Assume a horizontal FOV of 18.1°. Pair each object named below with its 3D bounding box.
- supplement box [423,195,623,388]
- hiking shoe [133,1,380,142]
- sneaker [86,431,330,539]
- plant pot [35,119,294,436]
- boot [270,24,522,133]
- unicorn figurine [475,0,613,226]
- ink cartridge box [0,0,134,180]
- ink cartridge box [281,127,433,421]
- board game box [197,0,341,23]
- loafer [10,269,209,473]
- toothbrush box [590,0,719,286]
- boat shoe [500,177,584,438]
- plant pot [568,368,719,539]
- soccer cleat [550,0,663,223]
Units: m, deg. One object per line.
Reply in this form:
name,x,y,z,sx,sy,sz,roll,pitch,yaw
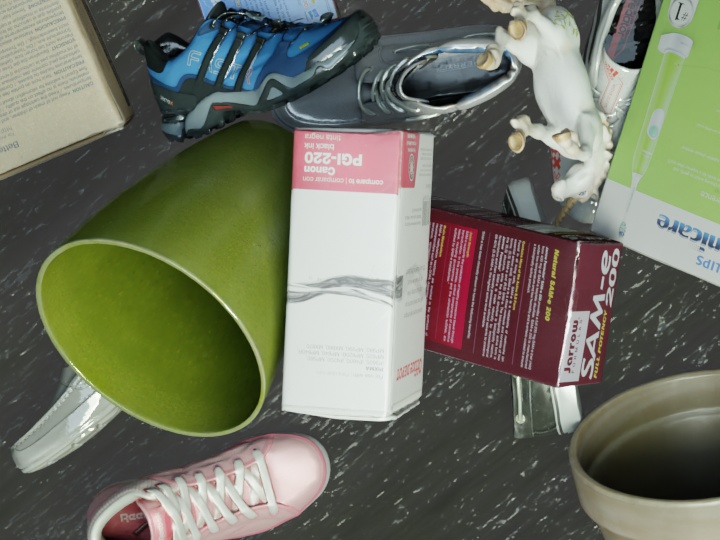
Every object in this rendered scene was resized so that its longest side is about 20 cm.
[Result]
supplement box,0.092,0.011,1.687,0.199,0.061,0.110,16,102,40
hiking shoe,-0.081,-0.162,1.681,0.199,0.074,0.087,-19,100,28
sneaker,-0.120,0.183,1.754,0.199,0.105,0.076,-15,95,3
plant pot,-0.110,-0.014,1.672,0.186,0.200,0.188,18,138,17
boot,0.024,-0.145,1.703,0.198,0.096,0.074,-14,97,4
unicorn figurine,0.141,-0.119,1.634,0.073,0.137,0.202,0,97,27
ink cartridge box,-0.295,-0.151,1.727,0.199,0.075,0.166,-22,98,5
ink cartridge box,0.000,0.000,1.622,0.084,0.146,0.202,1,92,11
board game box,-0.093,-0.273,1.728,0.102,0.019,0.201,-17,97,4
loafer,-0.202,0.076,1.763,0.200,0.070,0.070,-44,89,0
toothbrush box,0.272,-0.096,1.645,0.145,0.086,0.201,24,101,39
boat shoe,0.125,0.031,1.737,0.063,0.071,0.202,-10,96,6
plant pot,0.269,0.196,1.711,0.198,0.200,0.175,-11,114,4
soccer cleat,0.189,-0.132,1.703,0.068,0.085,0.201,15,98,0
